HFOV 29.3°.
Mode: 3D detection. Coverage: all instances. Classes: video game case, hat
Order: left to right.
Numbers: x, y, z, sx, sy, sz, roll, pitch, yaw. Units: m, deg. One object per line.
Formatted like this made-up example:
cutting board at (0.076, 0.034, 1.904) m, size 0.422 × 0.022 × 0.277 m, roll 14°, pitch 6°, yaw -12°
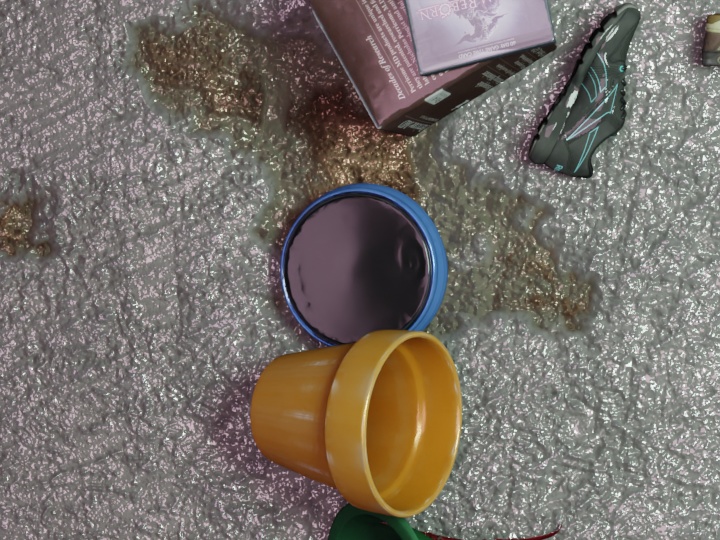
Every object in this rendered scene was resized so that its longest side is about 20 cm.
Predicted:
hat at (0.088, 0.338, 1.595) m, size 0.200 × 0.176 × 0.166 m, roll 27°, pitch 114°, yaw 45°
video game case at (0.108, -0.311, 1.391) m, size 0.142 × 0.019 × 0.201 m, roll -12°, pitch 87°, yaw 15°

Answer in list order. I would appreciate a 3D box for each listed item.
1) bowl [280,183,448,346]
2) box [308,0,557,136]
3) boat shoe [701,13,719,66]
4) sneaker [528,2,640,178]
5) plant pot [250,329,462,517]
bowl at (0.000, 0.000, 1.594) m, size 0.200 × 0.039 × 0.201 m, roll 1°, pitch 93°, yaw 16°
box at (0.082, -0.268, 1.495) m, size 0.200 × 0.166 × 0.165 m, roll -31°, pitch 85°, yaw 15°
boat shoe at (0.459, -0.223, 1.448) m, size 0.199 × 0.073 × 0.065 m, roll 17°, pitch 107°, yaw 18°
sneaker at (0.260, -0.195, 1.506) m, size 0.079 × 0.075 × 0.200 m, roll 28°, pitch 107°, yaw 1°
plant pot at (-0.014, 0.163, 1.534) m, size 0.183 × 0.200 × 0.201 m, roll 2°, pitch 93°, yaw 35°
